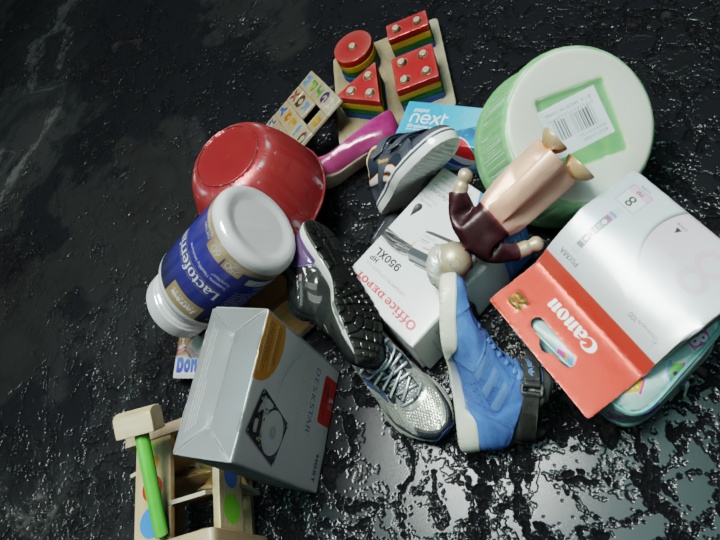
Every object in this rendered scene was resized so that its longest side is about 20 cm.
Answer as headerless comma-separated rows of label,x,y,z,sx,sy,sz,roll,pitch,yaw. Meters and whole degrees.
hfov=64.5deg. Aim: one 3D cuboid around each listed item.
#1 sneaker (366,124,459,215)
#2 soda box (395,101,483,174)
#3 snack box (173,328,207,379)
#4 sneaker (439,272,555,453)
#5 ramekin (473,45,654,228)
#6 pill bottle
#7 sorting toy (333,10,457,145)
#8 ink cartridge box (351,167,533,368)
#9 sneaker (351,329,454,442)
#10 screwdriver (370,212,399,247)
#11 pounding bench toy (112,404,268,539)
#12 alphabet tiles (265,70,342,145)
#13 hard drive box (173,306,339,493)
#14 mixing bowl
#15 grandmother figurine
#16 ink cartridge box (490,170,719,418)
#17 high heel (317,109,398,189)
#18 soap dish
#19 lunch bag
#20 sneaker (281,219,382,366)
sneaker,0.056,-0.147,0.747,0.077,0.200,0.081,-19,80,-25
soda box,0.151,-0.183,0.804,0.196,0.064,0.069,15,70,30
snack box,-0.199,0.111,0.774,0.197,0.024,0.074,-12,69,48
sneaker,0.146,0.095,0.608,0.108,0.077,0.206,-9,100,12
ramekin,0.240,-0.158,0.673,0.194,0.098,0.207,0,88,-1
pill bottle,-0.180,-0.003,0.711,0.199,0.114,0.118,-37,50,34
sorting toy,0.042,-0.320,0.922,0.194,0.070,0.205,-15,59,16
ink cartridge box,0.096,-0.004,0.721,0.200,0.084,0.144,-47,55,-4
sneaker,0.029,0.123,0.684,0.077,0.085,0.199,-45,56,-5
screwdriver,0.000,0.000,0.783,0.029,0.028,0.202,19,64,38
pounding bench toy,-0.206,0.257,0.649,0.121,0.201,0.159,-19,56,12
alphabet tiles,-0.123,-0.231,0.947,0.200,0.008,0.168,-47,38,10
hard drive box,-0.107,0.155,0.658,0.075,0.200,0.160,0,64,22
mixing bowl,-0.156,-0.125,0.786,0.195,0.109,0.205,-10,61,18
grandmother figurine,0.143,-0.058,0.614,0.122,0.060,0.200,46,108,8
ink cartridge box,0.252,0.017,0.566,0.198,0.057,0.164,-34,58,-4
high heel,-0.036,-0.184,0.874,0.194,0.067,0.099,-7,81,16
soap dish,-0.127,0.004,0.820,0.156,0.081,0.201,-39,56,0
lunch bag,0.270,0.054,0.617,0.160,0.077,0.200,-42,56,-5
sneaker,-0.041,0.042,0.687,0.088,0.075,0.203,-45,50,25
